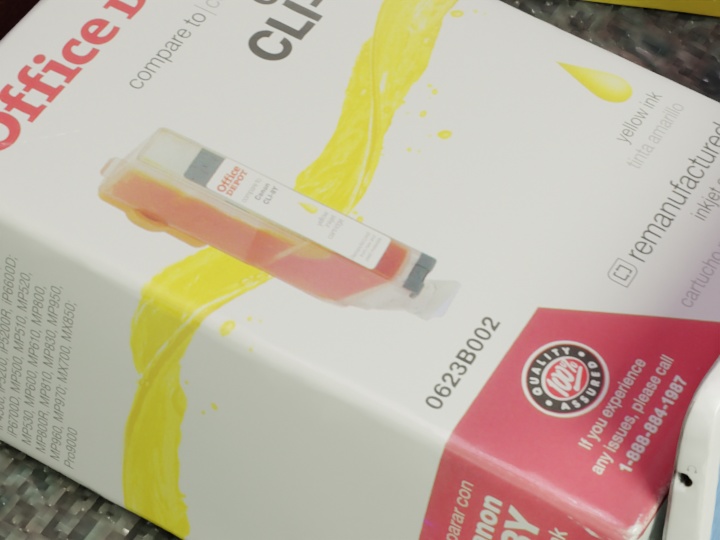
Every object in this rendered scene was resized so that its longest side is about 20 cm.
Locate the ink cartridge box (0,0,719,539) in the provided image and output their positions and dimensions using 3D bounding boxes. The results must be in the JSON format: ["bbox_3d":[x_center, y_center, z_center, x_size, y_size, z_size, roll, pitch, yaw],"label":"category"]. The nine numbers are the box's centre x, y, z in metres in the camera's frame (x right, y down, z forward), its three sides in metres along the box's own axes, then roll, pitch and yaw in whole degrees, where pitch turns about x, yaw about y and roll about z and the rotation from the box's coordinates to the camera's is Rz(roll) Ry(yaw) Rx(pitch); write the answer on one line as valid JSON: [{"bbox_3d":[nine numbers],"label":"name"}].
[{"bbox_3d":[0.000,0.000,0.685,0.199,0.084,0.145,26,48,14],"label":"ink cartridge box"}]

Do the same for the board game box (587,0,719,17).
[{"bbox_3d":[0.096,-0.146,0.869,0.199,0.040,0.154,6,48,-8],"label":"board game box"}]

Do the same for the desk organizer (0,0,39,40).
[{"bbox_3d":[-0.096,-0.116,0.774,0.071,0.077,0.200,26,49,10],"label":"desk organizer"}]

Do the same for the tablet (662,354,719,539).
[{"bbox_3d":[0.118,0.015,0.674,0.014,0.131,0.200,21,47,21],"label":"tablet"}]
